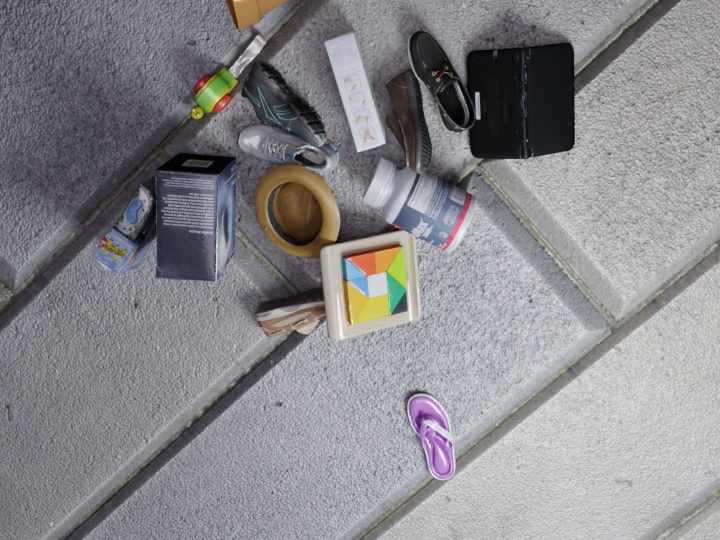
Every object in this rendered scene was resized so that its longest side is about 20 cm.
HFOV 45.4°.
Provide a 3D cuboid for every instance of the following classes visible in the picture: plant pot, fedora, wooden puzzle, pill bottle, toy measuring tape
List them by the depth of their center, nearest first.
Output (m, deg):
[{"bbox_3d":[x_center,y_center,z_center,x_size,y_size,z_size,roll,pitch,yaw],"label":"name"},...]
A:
[{"bbox_3d":[-0.179,-0.538,1.497,0.138,0.200,0.202,-18,105,-6],"label":"plant pot"},{"bbox_3d":[-0.251,-0.358,1.607,0.074,0.074,0.200,43,103,-10],"label":"toy measuring tape"},{"bbox_3d":[0.108,-0.129,1.634,0.198,0.120,0.121,26,105,-5],"label":"pill bottle"},{"bbox_3d":[-0.110,-0.123,1.647,0.198,0.082,0.203,15,127,21],"label":"fedora"},{"bbox_3d":[0.025,0.028,1.657,0.198,0.037,0.187,-11,105,-23],"label":"wooden puzzle"}]

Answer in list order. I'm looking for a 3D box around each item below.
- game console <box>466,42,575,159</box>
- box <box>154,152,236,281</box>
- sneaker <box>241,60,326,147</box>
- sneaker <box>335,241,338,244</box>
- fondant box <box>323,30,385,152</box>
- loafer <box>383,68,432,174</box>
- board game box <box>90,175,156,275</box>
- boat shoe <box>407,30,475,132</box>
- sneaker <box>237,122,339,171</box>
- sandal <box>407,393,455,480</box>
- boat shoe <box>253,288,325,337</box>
[{"bbox_3d":[0.303,-0.319,1.626,0.174,0.116,0.203,5,108,32],"label":"game console"},{"bbox_3d":[-0.304,-0.103,1.614,0.122,0.200,0.201,5,107,0],"label":"box"},{"bbox_3d":[-0.144,-0.299,1.617,0.200,0.075,0.079,48,115,8],"label":"sneaker"},{"bbox_3d":[0.000,0.000,1.707,0.091,0.076,0.200,-40,108,2],"label":"sneaker"},{"bbox_3d":[-0.008,-0.328,1.568,0.058,0.144,0.202,-17,105,6],"label":"fondant box"},{"bbox_3d":[0.085,-0.270,1.601,0.070,0.073,0.203,-12,72,19],"label":"loafer"},{"bbox_3d":[-0.427,-0.074,1.625,0.061,0.200,0.201,33,105,-7],"label":"board game box"},{"bbox_3d":[0.153,-0.350,1.590,0.073,0.063,0.203,-31,105,-15],"label":"boat shoe"},{"bbox_3d":[-0.139,-0.231,1.631,0.197,0.087,0.076,11,108,0],"label":"sneaker"},{"bbox_3d":[0.157,0.351,1.804,0.082,0.050,0.205,-20,104,7],"label":"sandal"},{"bbox_3d":[-0.113,0.087,1.731,0.198,0.076,0.073,-11,109,15],"label":"boat shoe"}]
